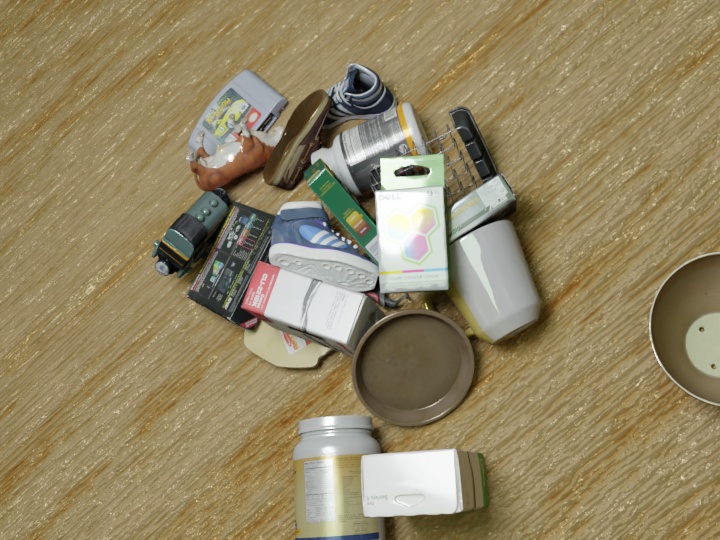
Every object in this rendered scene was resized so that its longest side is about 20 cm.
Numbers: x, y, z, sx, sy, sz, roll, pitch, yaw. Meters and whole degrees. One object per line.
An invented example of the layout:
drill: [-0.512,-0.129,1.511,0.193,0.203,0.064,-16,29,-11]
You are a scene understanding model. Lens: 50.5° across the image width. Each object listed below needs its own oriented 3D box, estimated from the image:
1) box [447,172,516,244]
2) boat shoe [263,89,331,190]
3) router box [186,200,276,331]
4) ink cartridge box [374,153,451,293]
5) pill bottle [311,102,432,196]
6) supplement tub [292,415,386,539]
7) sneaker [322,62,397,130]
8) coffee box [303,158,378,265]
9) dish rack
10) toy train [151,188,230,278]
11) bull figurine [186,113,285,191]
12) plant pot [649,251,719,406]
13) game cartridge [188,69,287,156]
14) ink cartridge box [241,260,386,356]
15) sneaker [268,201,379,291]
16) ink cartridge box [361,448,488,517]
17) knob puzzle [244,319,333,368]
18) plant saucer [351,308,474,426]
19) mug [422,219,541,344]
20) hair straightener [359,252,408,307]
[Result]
box: [0.155,-0.070,1.216,0.197,0.158,0.049,-33,83,10]
boat shoe: [-0.101,-0.232,1.389,0.202,0.071,0.073,-56,37,20]
router box: [-0.210,-0.011,1.368,0.148,0.062,0.204,21,81,44]
ink cartridge box: [0.077,-0.071,1.121,0.101,0.059,0.206,-3,89,12]
pill bottle: [0.020,-0.200,1.330,0.196,0.116,0.119,-23,68,14]
supplement tub: [-0.034,0.336,1.186,0.141,0.144,0.206,-9,72,18]
sneaker: [-0.040,-0.316,1.388,0.195,0.108,0.072,-3,73,20]
coffee box: [-0.012,-0.090,1.253,0.044,0.123,0.200,-41,105,5]
dish rack: [0.118,-0.159,1.262,0.196,0.155,0.055,-24,36,17]
toy train: [-0.300,-0.071,1.382,0.085,0.201,0.114,38,130,-6]
bull figurine: [-0.228,-0.221,1.417,0.197,0.122,0.066,-33,44,-1]
plant pot: [0.501,0.092,1.054,0.195,0.134,0.206,-6,73,19]
game cartridge: [-0.248,-0.291,1.503,0.133,0.041,0.201,39,91,29]
ink cartridge box: [-0.071,0.068,1.241,0.195,0.144,0.086,16,78,21]
sneaker: [-0.052,-0.057,1.281,0.194,0.081,0.149,13,53,-4]
ink cartridge box: [0.097,0.309,1.112,0.142,0.200,0.087,-9,72,17]
knob puzzle: [-0.117,0.084,1.346,0.213,0.030,0.226,-5,72,15]
plant saucer: [0.081,0.150,1.198,0.194,0.030,0.206,-2,112,-4]
mug: [0.201,0.034,1.204,0.146,0.187,0.156,-21,74,-23]
hair straightener: [0.000,0.000,1.309,0.196,0.041,0.078,24,68,19]
